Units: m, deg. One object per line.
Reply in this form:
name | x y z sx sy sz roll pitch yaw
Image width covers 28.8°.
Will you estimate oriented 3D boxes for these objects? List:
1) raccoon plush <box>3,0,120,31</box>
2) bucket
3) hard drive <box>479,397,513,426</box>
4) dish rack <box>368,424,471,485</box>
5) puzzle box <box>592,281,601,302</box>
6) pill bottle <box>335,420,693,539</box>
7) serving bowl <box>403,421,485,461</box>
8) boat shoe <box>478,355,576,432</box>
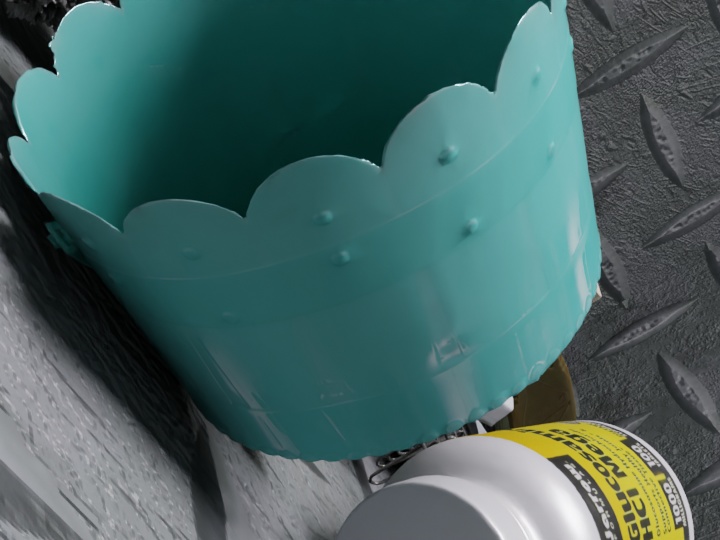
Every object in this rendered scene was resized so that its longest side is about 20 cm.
raccoon plush | -0.072 -0.113 0.613 0.199 0.097 0.134 25 3 10
bucket | -0.011 -0.040 0.520 0.207 0.207 0.135 -115 -178 -53
hard drive | 0.000 0.000 0.772 0.200 0.026 0.132 30 29 -42
dish rack | 0.036 0.106 0.825 0.153 0.054 0.200 49 16 -51
puzzle box | 0.029 -0.023 0.645 0.025 0.133 0.200 48 19 -32
pill bottle | 0.071 0.128 0.633 0.200 0.112 0.113 4 53 -61
serving bowl | 0.068 0.113 1.025 0.200 0.066 0.201 -13 90 -79
boat shoe | 0.090 0.039 0.887 0.066 0.072 0.201 23 -45 44
